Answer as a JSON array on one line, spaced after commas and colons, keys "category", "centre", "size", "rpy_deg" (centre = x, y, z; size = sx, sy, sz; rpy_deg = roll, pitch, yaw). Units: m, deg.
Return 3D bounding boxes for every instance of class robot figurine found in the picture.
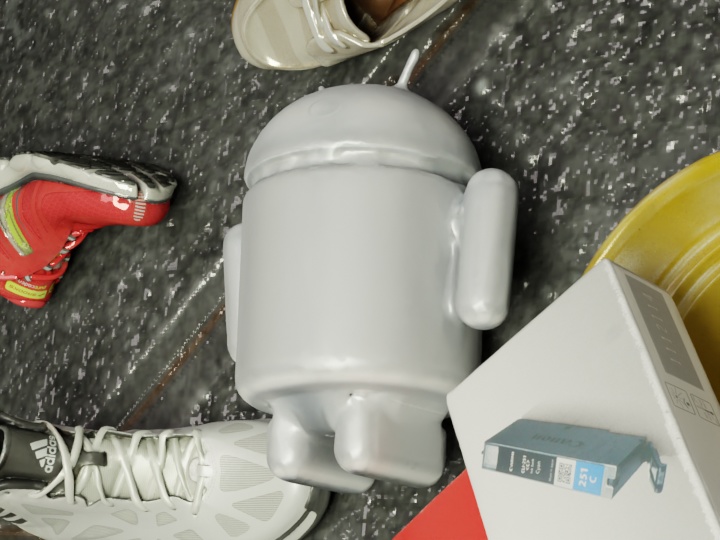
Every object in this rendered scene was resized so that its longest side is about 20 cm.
[{"category": "robot figurine", "centre": [0.000, 0.000, 0.836], "size": [0.169, 0.113, 0.201], "rpy_deg": [-9, 72, 35]}]

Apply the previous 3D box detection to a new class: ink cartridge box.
[{"category": "ink cartridge box", "centre": [0.071, 0.124, 0.664], "size": [0.176, 0.045, 0.200], "rpy_deg": [-45, 39, 27]}]

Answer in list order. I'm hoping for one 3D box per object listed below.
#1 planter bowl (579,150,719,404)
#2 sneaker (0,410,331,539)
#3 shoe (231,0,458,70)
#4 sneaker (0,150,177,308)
[{"category": "planter bowl", "centre": [0.172, 0.056, 0.695], "size": [0.200, 0.083, 0.201], "rpy_deg": [-19, 63, 43]}, {"category": "sneaker", "centre": [-0.118, 0.107, 0.895], "size": [0.200, 0.115, 0.076], "rpy_deg": [-11, 70, 35]}, {"category": "shoe", "centre": [0.012, -0.152, 0.894], "size": [0.200, 0.053, 0.070], "rpy_deg": [-25, 107, 28]}, {"category": "sneaker", "centre": [-0.175, -0.021, 1.018], "size": [0.200, 0.077, 0.085], "rpy_deg": [-3, 86, 45]}]
